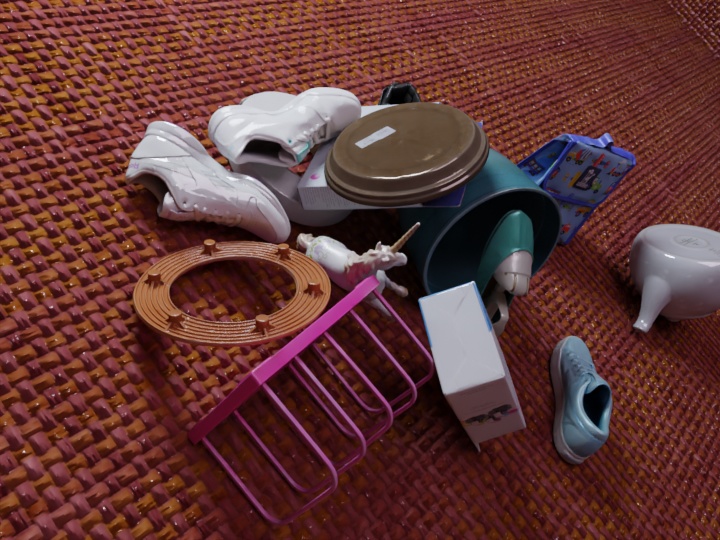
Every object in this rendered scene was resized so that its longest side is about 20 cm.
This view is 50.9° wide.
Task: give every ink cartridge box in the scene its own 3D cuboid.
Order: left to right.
[{"bbox_3d":[0.042,-0.148,0.951,0.197,0.197,0.044,-69,151,-47],"label":"ink cartridge box"},{"bbox_3d":[0.131,0.115,0.848,0.200,0.067,0.116,58,16,-55],"label":"ink cartridge box"}]

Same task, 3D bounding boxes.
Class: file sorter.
[{"bbox_3d":[-0.037,0.126,0.739,0.126,0.139,0.200,49,42,3],"label":"file sorter"}]

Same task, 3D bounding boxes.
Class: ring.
[{"bbox_3d":[-0.129,0.013,0.765,0.197,0.019,0.201,3,29,-2],"label":"ring"}]

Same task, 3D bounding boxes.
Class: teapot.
[{"bbox_3d":[0.548,0.017,1.287,0.197,0.148,0.198,2,25,3],"label":"teapot"}]

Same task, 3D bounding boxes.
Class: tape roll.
[{"bbox_3d":[-0.082,-0.150,1.004,0.201,0.037,0.205,21,47,-23],"label":"tape roll"}]

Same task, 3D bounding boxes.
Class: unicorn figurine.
[{"bbox_3d":[0.000,0.000,0.850,0.137,0.198,0.075,39,66,-51],"label":"unicorn figurine"}]

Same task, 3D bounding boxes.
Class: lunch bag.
[{"bbox_3d":[0.325,-0.145,1.195,0.149,0.200,0.095,10,50,-31],"label":"lunch bag"}]

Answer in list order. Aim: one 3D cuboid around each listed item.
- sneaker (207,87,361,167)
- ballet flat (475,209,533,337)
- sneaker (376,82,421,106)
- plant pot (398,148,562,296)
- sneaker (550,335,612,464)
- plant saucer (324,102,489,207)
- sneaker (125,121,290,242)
[{"bbox_3d":[-0.077,-0.162,0.913,0.198,0.076,0.089,-17,48,-24],"label":"sneaker"},{"bbox_3d":[0.173,0.026,0.935,0.067,0.202,0.071,5,31,-31],"label":"ballet flat"},{"bbox_3d":[0.066,-0.233,1.132,0.077,0.111,0.200,45,41,3],"label":"sneaker"},{"bbox_3d":[0.134,-0.085,1.016,0.198,0.201,0.189,6,39,-34],"label":"plant pot"},{"bbox_3d":[0.309,0.161,1.022,0.073,0.082,0.202,28,44,-18],"label":"sneaker"},{"bbox_3d":[0.051,-0.143,0.887,0.197,0.030,0.201,-9,39,7],"label":"plant saucer"},{"bbox_3d":[-0.174,-0.078,0.863,0.199,0.075,0.100,33,61,-12],"label":"sneaker"}]
